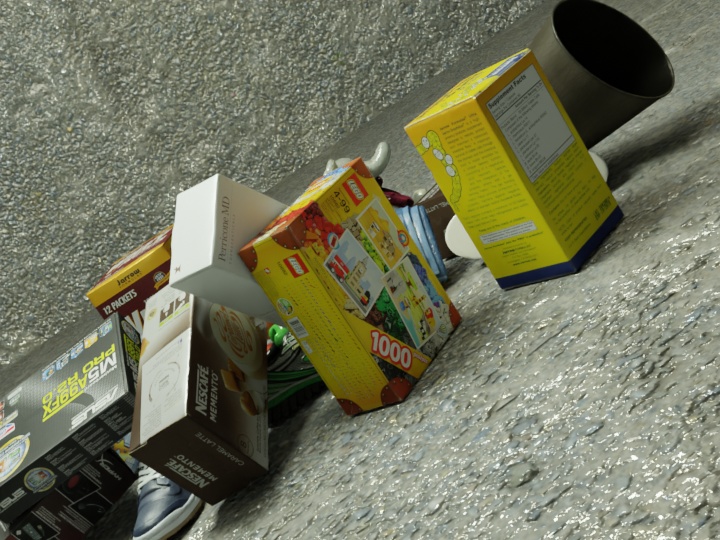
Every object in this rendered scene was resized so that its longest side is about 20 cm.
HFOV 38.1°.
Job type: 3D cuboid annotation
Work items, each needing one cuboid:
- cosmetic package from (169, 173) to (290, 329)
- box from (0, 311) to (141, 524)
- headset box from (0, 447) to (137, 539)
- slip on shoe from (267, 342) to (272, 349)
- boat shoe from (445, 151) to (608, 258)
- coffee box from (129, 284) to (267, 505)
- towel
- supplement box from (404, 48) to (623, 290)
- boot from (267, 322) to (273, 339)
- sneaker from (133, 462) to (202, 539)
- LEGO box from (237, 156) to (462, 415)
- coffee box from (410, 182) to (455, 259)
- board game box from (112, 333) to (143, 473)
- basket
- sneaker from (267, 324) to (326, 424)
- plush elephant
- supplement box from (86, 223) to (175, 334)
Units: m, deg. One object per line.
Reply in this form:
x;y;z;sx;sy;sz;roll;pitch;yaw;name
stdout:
-0.092;-0.010;1.062;0.071;0.199;0.102;-21;59;40;cosmetic package
-0.321;0.155;1.127;0.199;0.044;0.160;-36;32;6;box
-0.363;0.257;1.158;0.200;0.075;0.148;-47;34;-11;headset box
-0.048;0.054;1.313;0.199;0.061;0.074;-34;14;5;slip on shoe
0.190;-0.077;1.205;0.199;0.072;0.069;-34;-3;7;boat shoe
-0.156;0.111;1.039;0.079;0.114;0.201;-33;36;23;coffee box
0.000;0.000;1.251;0.199;0.112;0.049;-23;-24;11;towel
0.156;-0.099;1.055;0.109;0.201;0.109;-41;15;-36;supplement box
-0.047;0.012;1.189;0.107;0.075;0.200;36;84;35;boot
-0.207;0.193;1.075;0.070;0.109;0.200;-29;13;21;sneaker
-0.006;0.016;1.030;0.077;0.201;0.149;-22;18;41;LEGO box
0.167;-0.108;1.339;0.114;0.080;0.200;-20;18;45;coffee box
-0.270;0.157;1.319;0.200;0.061;0.201;-72;6;-57;board game box
0.230;-0.195;1.213;0.179;0.137;0.200;7;-34;-32;basket
-0.050;0.083;1.153;0.199;0.086;0.078;-35;13;-10;sneaker
0.014;-0.111;1.527;0.199;0.156;0.165;-27;12;3;plush elephant
-0.274;0.057;1.542;0.132;0.201;0.197;-32;12;6;supplement box
